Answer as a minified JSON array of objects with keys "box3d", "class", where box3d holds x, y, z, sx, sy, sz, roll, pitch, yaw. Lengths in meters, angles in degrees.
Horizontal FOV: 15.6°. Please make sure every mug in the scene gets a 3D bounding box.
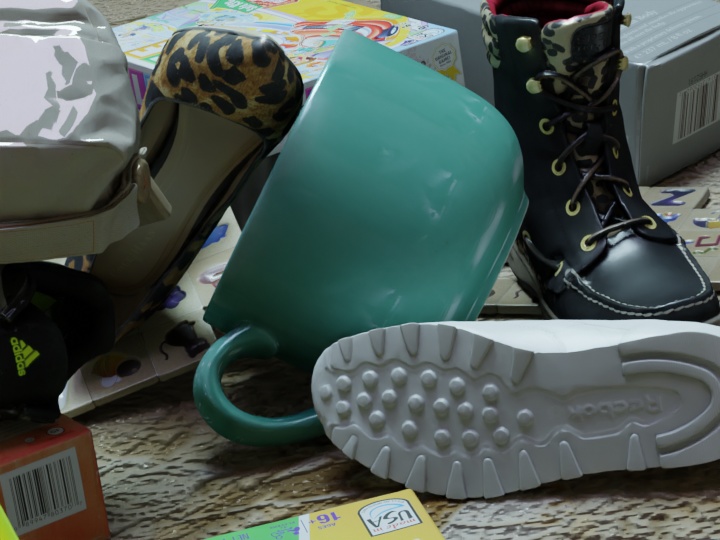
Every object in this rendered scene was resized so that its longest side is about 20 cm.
[{"box3d":[0.003,-0.006,1.233,0.114,0.185,0.152,26,13,-2],"class":"mug"}]

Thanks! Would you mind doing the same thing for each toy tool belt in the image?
[{"box3d":[-0.187,-0.044,1.128,0.200,0.123,0.125,-3,62,3],"class":"toy tool belt"}]

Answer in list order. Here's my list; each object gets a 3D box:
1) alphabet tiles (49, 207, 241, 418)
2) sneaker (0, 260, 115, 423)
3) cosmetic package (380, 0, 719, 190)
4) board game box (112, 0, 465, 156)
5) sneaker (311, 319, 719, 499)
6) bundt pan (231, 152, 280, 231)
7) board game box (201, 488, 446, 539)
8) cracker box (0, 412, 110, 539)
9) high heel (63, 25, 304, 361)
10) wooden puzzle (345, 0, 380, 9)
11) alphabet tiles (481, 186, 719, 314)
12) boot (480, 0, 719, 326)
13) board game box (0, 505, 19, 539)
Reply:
[{"box3d":[-0.143,-0.003,1.330,0.166,0.006,0.200,-22,44,-5],"class":"alphabet tiles"},{"box3d":[-0.171,0.038,1.102,0.087,0.074,0.200,-2,15,28],"class":"sneaker"},{"box3d":[0.116,-0.124,1.515,0.200,0.090,0.107,25,38,35],"class":"cosmetic package"},{"box3d":[-0.054,-0.115,1.454,0.134,0.034,0.200,-21,24,-29],"class":"board game box"},{"box3d":[0.079,0.054,1.146,0.200,0.077,0.080,2,11,14],"class":"sneaker"},{"box3d":[-0.067,-0.062,1.477,0.201,0.076,0.202,-7,21,3],"class":"bundt pan"},{"box3d":[-0.023,0.152,0.953,0.153,0.040,0.200,-13,21,-11],"class":"board game box"},{"box3d":[-0.219,0.089,1.174,0.134,0.058,0.200,-20,23,-30],"class":"cracker box"},{"box3d":[-0.086,-0.031,1.212,0.071,0.143,0.200,25,-17,-11],"class":"high heel"},{"box3d":[0.034,-0.128,1.672,0.200,0.037,0.185,10,28,30],"class":"wooden puzzle"},{"box3d":[0.129,-0.012,1.366,0.200,0.008,0.167,1,23,23],"class":"alphabet tiles"},{"box3d":[0.111,-0.051,1.253,0.073,0.151,0.200,-12,21,-9],"class":"boot"},{"box3d":[-0.140,0.140,0.947,0.048,0.102,0.200,-14,21,-16],"class":"board game box"}]
